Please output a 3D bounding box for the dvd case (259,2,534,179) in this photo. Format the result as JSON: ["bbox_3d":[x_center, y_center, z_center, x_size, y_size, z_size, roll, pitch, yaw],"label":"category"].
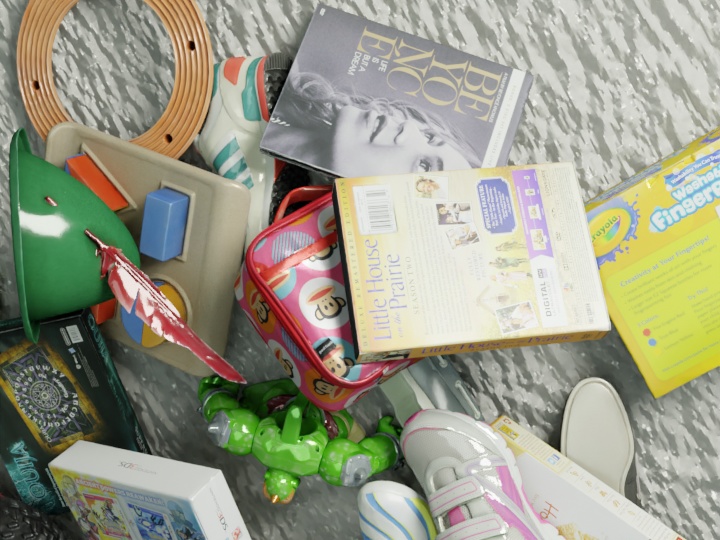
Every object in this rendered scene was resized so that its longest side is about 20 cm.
[{"bbox_3d":[0.033,-0.132,1.000,0.198,0.016,0.150,19,68,3],"label":"dvd case"}]

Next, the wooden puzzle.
[{"bbox_3d":[-0.204,-0.015,1.049,0.198,0.046,0.187,19,112,17],"label":"wooden puzzle"}]

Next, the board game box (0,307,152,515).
[{"bbox_3d":[-0.278,0.132,1.095,0.134,0.028,0.202,-11,116,10],"label":"board game box"}]

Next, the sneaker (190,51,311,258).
[{"bbox_3d":[-0.100,-0.090,1.052,0.093,0.070,0.202,6,105,29],"label":"sneaker"}]

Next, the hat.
[{"bbox_3d":[-0.192,-0.021,0.994,0.174,0.166,0.202,-3,104,-9],"label":"hat"}]

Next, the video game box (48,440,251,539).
[{"bbox_3d":[-0.169,0.245,1.048,0.199,0.047,0.184,3,124,41],"label":"video game box"}]

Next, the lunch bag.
[{"bbox_3d":[0.000,0.000,0.986,0.199,0.082,0.177,-31,75,-29],"label":"lunch bag"}]

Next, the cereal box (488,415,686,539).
[{"bbox_3d":[0.168,0.239,1.027,0.199,0.039,0.145,33,117,22],"label":"cereal box"}]

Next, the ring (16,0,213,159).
[{"bbox_3d":[-0.216,-0.180,1.052,0.198,0.019,0.203,4,100,21],"label":"ring"}]

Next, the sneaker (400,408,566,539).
[{"bbox_3d":[0.098,0.203,0.980,0.201,0.088,0.081,51,123,7],"label":"sneaker"}]

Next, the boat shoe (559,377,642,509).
[{"bbox_3d":[0.214,0.191,1.055,0.066,0.057,0.202,-11,92,7],"label":"boat shoe"}]

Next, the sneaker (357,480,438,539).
[{"bbox_3d":[0.044,0.281,1.025,0.075,0.105,0.201,-14,117,27],"label":"sneaker"}]

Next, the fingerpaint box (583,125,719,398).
[{"bbox_3d":[0.291,-0.018,0.992,0.199,0.073,0.168,-30,94,13],"label":"fingerpaint box"}]

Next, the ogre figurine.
[{"bbox_3d":[-0.057,0.142,1.048,0.199,0.120,0.099,35,103,2],"label":"ogre figurine"}]

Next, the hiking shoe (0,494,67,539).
[{"bbox_3d":[-0.340,0.258,1.131,0.200,0.076,0.101,40,146,13],"label":"hiking shoe"}]

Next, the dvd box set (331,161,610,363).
[{"bbox_3d":[0.084,-0.008,0.930,0.198,0.029,0.148,-6,68,-10],"label":"dvd box set"}]

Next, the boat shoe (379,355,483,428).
[{"bbox_3d":[0.045,0.073,1.063,0.061,0.073,0.201,-27,87,-31],"label":"boat shoe"}]
